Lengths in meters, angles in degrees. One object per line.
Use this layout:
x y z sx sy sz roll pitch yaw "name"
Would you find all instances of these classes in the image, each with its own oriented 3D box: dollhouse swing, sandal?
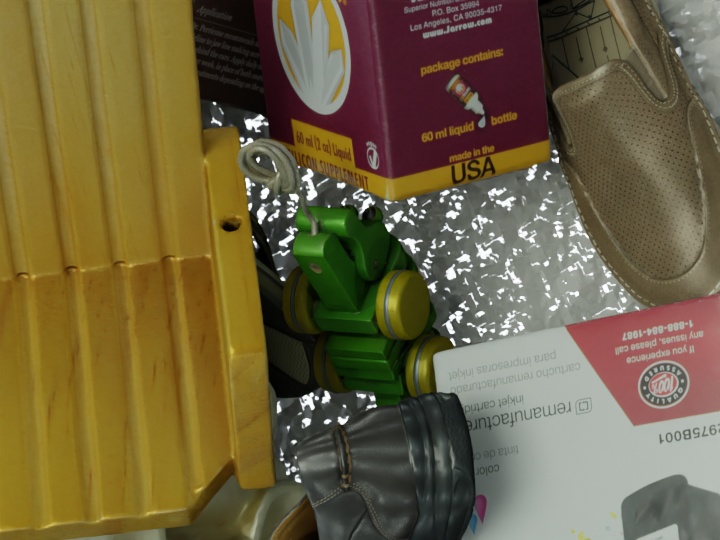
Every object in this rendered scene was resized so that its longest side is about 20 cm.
-0.142 -0.010 1.215 0.199 0.176 0.182 -6 57 -4 "dollhouse swing"
-0.078 -0.015 1.392 0.201 0.057 0.080 39 147 35 "sandal"

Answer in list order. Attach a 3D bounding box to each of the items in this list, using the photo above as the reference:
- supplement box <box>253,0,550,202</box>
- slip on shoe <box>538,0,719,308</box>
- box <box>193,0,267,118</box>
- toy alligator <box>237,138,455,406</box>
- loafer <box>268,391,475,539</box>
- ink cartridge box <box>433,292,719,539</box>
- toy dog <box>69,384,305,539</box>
0.011 -0.142 1.275 0.110 0.085 0.201 22 123 57 "supplement box"
0.109 -0.072 1.278 0.076 0.061 0.200 -24 72 29 "slip on shoe"
-0.050 -0.179 1.373 0.075 0.100 0.200 34 103 32 "box"
0.000 0.000 1.295 0.059 0.200 0.054 4 48 29 "toy alligator"
-0.005 0.115 1.271 0.200 0.072 0.073 104 159 -53 "loafer"
0.120 0.123 1.234 0.145 0.083 0.201 -13 77 32 "ink cartridge box"
-0.135 0.082 1.370 0.200 0.139 0.194 15 111 45 "toy dog"
